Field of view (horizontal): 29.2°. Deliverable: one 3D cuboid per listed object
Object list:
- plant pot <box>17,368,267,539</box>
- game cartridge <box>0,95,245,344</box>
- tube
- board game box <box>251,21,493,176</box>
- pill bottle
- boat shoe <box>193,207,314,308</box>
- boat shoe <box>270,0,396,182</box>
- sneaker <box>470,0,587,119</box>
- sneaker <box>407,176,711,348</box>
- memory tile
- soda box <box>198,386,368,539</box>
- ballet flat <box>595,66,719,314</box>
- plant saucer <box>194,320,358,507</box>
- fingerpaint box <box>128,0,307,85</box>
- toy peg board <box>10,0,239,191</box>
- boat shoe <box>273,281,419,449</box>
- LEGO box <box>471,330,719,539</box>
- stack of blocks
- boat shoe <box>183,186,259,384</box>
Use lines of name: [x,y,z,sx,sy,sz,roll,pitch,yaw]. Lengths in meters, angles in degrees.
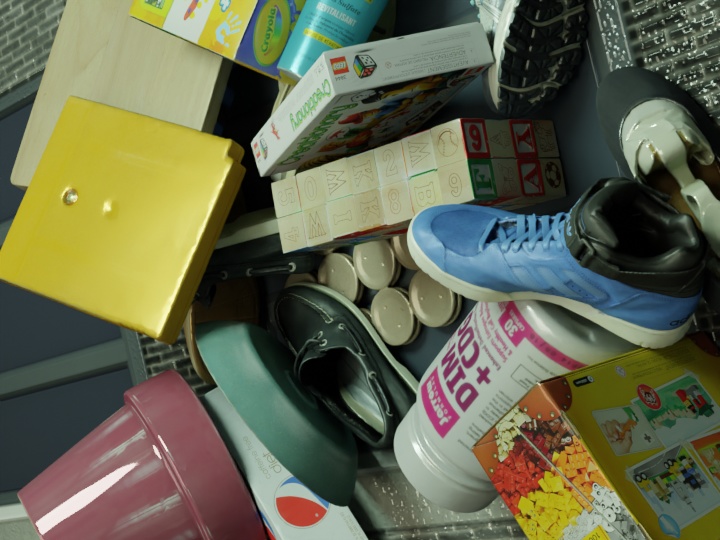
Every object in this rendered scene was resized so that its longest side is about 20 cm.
plant pot: [-0.207,0.218,1.275,0.200,0.178,0.201,53,161,28]
game cartridge: [-0.205,-0.047,1.178,0.199,0.032,0.177,18,81,29]
tube: [0.002,-0.234,1.066,0.077,0.050,0.201,26,91,-4]
board game box: [0.003,-0.125,1.039,0.200,0.125,0.035,145,109,-68]
pill bottle: [0.112,0.085,1.028,0.114,0.113,0.200,52,130,24]
boat shoe: [-0.133,-0.002,1.213,0.198,0.075,0.067,-16,105,4]
boat shoe: [-0.035,-0.159,1.155,0.068,0.074,0.201,42,119,36]
sneaker: [0.115,-0.212,1.009,0.086,0.077,0.202,18,104,54]
sneaker: [0.129,-0.024,0.901,0.199,0.077,0.112,21,145,13]
memory tile: [0.000,0.000,1.193,0.199,0.017,0.154,-27,79,44]
soda box: [-0.070,0.190,1.250,0.201,0.068,0.064,56,163,22]
ballet flat: [0.220,-0.059,0.920,0.073,0.073,0.201,-40,71,42]
plant saucer: [-0.062,0.111,1.178,0.036,0.200,0.200,-40,66,6]
fingerpaint box: [-0.085,-0.272,1.132,0.166,0.073,0.201,28,97,45]
toy peg board: [-0.193,-0.148,1.280,0.198,0.098,0.202,8,77,29]
boat shoe: [-0.021,0.083,1.171,0.200,0.066,0.075,48,129,27]
LEGO box: [0.192,0.134,0.898,0.077,0.199,0.149,-50,63,38]
stack of blocks: [0.042,-0.063,1.061,0.199,0.115,0.059,-14,85,42]
boat shoe: [-0.141,0.005,1.300,0.069,0.073,0.202,0,91,61]
